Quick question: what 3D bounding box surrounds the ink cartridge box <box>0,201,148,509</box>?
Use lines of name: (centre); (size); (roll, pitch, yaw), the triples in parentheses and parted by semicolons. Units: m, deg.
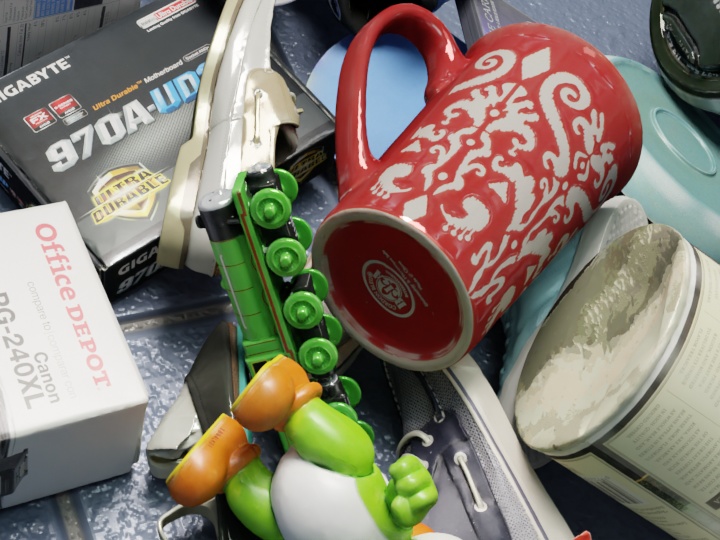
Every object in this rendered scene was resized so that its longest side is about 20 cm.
ink cartridge box: (-0.230, 0.055, 0.733); (0.198, 0.084, 0.146); (-13, 59, -27)

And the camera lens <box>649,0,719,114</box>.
camera lens: (0.331, -0.185, 1.038); (0.198, 0.160, 0.161); (10, 47, -39)

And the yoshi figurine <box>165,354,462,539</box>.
yoshi figurine: (-0.001, 0.145, 0.673); (0.200, 0.112, 0.112); (43, 67, -1)

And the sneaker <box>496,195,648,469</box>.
sneaker: (0.121, 0.040, 0.891); (0.074, 0.081, 0.201); (49, 58, -32)

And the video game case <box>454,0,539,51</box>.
video game case: (0.155, -0.124, 0.991); (0.199, 0.019, 0.144); (25, 36, -28)

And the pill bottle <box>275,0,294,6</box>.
pill bottle: (-0.092, -0.269, 0.973); (0.113, 0.115, 0.200); (-6, 32, -23)

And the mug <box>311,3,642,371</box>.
mug: (0.050, -0.052, 0.815); (0.176, 0.134, 0.200); (28, 48, 17)

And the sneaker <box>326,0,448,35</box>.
sneaker: (-0.007, -0.221, 0.990); (0.199, 0.079, 0.089); (11, 52, 42)

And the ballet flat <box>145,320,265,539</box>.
ballet flat: (-0.081, 0.117, 0.752); (0.068, 0.068, 0.202); (-9, 56, -10)

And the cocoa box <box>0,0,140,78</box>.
cocoa box: (-0.249, -0.241, 0.926); (0.130, 0.134, 0.201); (-20, 62, -30)

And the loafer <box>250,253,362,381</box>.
loafer: (0.000, 0.000, 0.850); (0.071, 0.063, 0.200); (30, 60, 13)

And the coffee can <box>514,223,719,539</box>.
coffee can: (0.210, 0.088, 0.784); (0.199, 0.146, 0.147); (33, 47, -16)

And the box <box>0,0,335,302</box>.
box: (-0.135, -0.089, 0.891); (0.199, 0.046, 0.159); (-33, 69, -28)

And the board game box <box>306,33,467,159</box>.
board game box: (0.052, -0.092, 0.980); (0.199, 0.039, 0.158); (38, 57, 15)

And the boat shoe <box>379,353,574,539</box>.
boat shoe: (0.042, 0.119, 0.785); (0.092, 0.075, 0.201); (-20, 61, -24)

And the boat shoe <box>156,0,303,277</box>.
boat shoe: (-0.071, -0.087, 0.835); (0.068, 0.075, 0.202); (13, 66, -6)

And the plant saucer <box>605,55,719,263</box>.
plant saucer: (0.228, -0.087, 0.991); (0.199, 0.027, 0.201); (31, 33, -23)

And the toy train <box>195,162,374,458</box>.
toy train: (-0.040, 0.036, 0.757); (0.056, 0.202, 0.042); (-13, 24, 11)

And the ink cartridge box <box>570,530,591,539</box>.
ink cartridge box: (0.085, 0.249, 0.639); (0.161, 0.202, 0.050); (-21, 17, -32)
